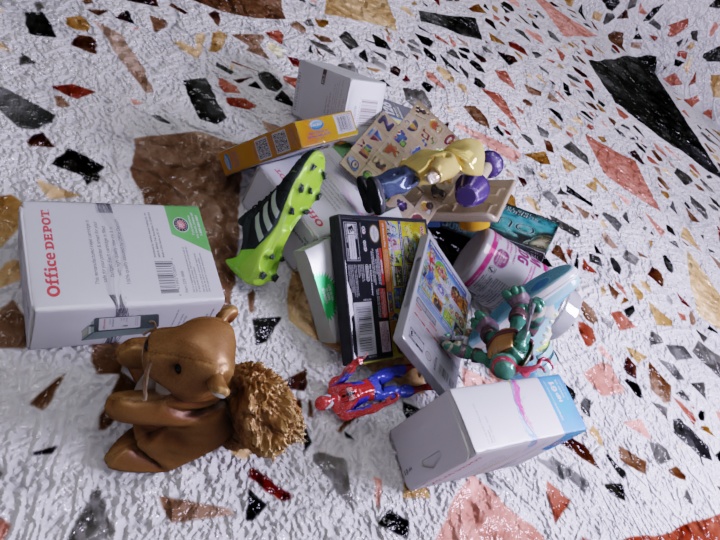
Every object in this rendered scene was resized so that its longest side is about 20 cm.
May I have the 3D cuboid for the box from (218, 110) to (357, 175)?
[{"bbox_3d":[-0.116,-0.184,0.886,0.119,0.200,0.042,-27,106,-46],"label":"box"}]

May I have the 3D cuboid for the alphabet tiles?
[{"bbox_3d":[0.081,-0.179,0.966,0.167,0.008,0.200,41,62,-9],"label":"alphabet tiles"}]

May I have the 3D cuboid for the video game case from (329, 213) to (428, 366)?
[{"bbox_3d":[0.038,0.024,0.850,0.180,0.025,0.201,-2,84,-44],"label":"video game case"}]

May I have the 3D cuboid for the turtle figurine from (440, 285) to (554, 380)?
[{"bbox_3d":[0.186,0.091,0.807,0.101,0.149,0.200,65,20,-9],"label":"turtle figurine"}]

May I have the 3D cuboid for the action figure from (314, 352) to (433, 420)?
[{"bbox_3d":[0.036,0.142,0.779,0.200,0.099,0.065,-10,68,-36],"label":"action figure"}]

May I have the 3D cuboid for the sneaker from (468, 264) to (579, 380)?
[{"bbox_3d":[0.281,0.091,0.931,0.131,0.200,0.080,47,23,-3],"label":"sneaker"}]

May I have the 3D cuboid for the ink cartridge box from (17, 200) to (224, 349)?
[{"bbox_3d":[-0.278,0.001,0.694,0.200,0.084,0.146,-1,56,-34],"label":"ink cartridge box"}]

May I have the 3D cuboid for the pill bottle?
[{"bbox_3d":[0.262,0.026,1.016,0.200,0.113,0.113,32,43,-7],"label":"pill bottle"}]

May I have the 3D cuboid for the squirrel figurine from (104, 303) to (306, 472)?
[{"bbox_3d":[-0.148,0.115,0.610,0.200,0.187,0.142,19,46,-20],"label":"squirrel figurine"}]

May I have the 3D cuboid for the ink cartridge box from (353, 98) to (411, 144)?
[{"bbox_3d":[0.076,-0.262,1.173,0.200,0.047,0.198,12,44,-28],"label":"ink cartridge box"}]

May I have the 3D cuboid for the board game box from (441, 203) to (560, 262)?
[{"bbox_3d":[0.254,-0.086,1.109,0.200,0.028,0.135,22,37,17],"label":"board game box"}]

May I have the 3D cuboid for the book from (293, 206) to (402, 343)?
[{"bbox_3d":[0.000,0.000,0.865,0.200,0.048,0.134,-30,110,-42],"label":"book"}]

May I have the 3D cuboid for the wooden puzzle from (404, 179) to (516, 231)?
[{"bbox_3d":[0.164,-0.112,1.050,0.185,0.046,0.200,3,26,24],"label":"wooden puzzle"}]

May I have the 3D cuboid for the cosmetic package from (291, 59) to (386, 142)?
[{"bbox_3d":[-0.042,-0.291,1.027,0.074,0.102,0.200,-3,25,-33],"label":"cosmetic package"}]

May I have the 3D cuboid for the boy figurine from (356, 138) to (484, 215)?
[{"bbox_3d":[0.093,-0.143,0.889,0.200,0.124,0.065,-21,107,-21],"label":"boy figurine"}]

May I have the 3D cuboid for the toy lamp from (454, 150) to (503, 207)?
[{"bbox_3d":[0.197,-0.151,1.002,0.058,0.058,0.200,41,33,3],"label":"toy lamp"}]

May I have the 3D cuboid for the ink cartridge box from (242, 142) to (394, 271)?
[{"bbox_3d":[-0.057,-0.104,0.931,0.200,0.088,0.145,-26,71,-46],"label":"ink cartridge box"}]

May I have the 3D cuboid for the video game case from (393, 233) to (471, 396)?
[{"bbox_3d":[0.108,0.063,0.853,0.143,0.018,0.200,52,39,-30],"label":"video game case"}]

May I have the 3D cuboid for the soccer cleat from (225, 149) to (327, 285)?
[{"bbox_3d":[-0.115,-0.077,0.805,0.081,0.200,0.068,28,0,26],"label":"soccer cleat"}]

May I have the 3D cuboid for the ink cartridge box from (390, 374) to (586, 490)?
[{"bbox_3d":[0.160,0.206,0.772,0.200,0.145,0.085,-1,57,-34],"label":"ink cartridge box"}]
